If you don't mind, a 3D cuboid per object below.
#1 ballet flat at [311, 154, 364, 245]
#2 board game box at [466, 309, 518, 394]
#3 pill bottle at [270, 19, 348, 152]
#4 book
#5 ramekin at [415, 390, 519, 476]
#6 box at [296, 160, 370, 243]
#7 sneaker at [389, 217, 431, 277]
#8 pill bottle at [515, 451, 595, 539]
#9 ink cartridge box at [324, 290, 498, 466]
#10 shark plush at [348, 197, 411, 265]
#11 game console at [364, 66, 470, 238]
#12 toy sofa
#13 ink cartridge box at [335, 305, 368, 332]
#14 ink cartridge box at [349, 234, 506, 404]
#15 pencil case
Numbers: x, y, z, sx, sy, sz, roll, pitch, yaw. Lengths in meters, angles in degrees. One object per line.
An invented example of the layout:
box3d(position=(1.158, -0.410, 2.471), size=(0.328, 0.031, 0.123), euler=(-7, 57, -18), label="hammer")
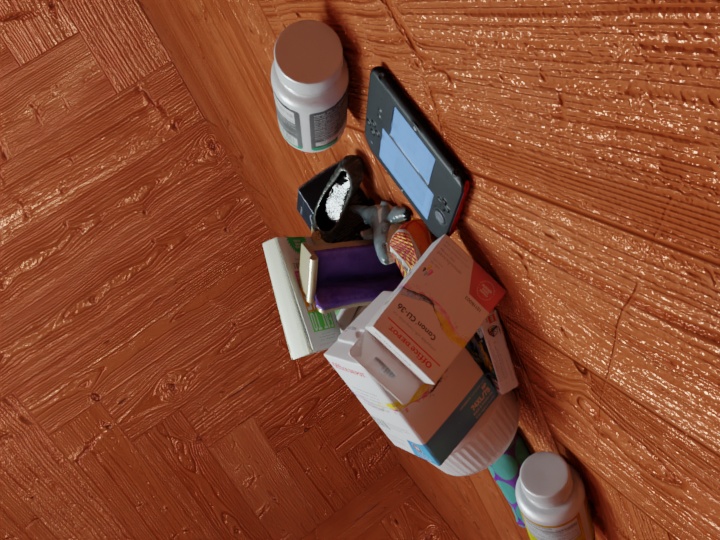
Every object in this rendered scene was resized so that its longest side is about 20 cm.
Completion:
box3d(position=(-0.050, -0.119, 1.316), size=(0.066, 0.057, 0.202), euler=(39, 130, 15), label="ballet flat")
box3d(position=(0.171, 0.100, 1.187), size=(0.129, 0.034, 0.200), euler=(71, 167, -16), label="board game box")
box3d(position=(-0.072, -0.262, 1.090), size=(0.114, 0.112, 0.200), euler=(54, 169, 11), label="pill bottle")
box3d(position=(-0.098, 0.043, 1.326), size=(0.133, 0.047, 0.205), euler=(-7, -102, -64), label="book")
box3d(position=(0.170, 0.241, 1.236), size=(0.094, 0.202, 0.202), euler=(46, 174, -21), label="ramekin")
box3d(position=(-0.031, -0.085, 1.457), size=(0.202, 0.103, 0.148), euler=(57, 170, 4), label="box")
box3d(position=(0.104, 0.016, 1.172), size=(0.072, 0.077, 0.204), euler=(11, 125, 38), label="sneaker")
box3d(position=(0.308, 0.377, 1.198), size=(0.109, 0.108, 0.202), euler=(45, 164, 49), label="pill bottle")
box3d(position=(0.074, 0.155, 1.135), size=(0.201, 0.146, 0.146), euler=(52, 161, -17), label="ink cartridge box")
box3d(position=(0.025, -0.080, 1.257), size=(0.200, 0.082, 0.092), euler=(49, 168, 41), label="shark plush")
box3d(position=(0.069, -0.147, 0.994), size=(0.202, 0.031, 0.177), euler=(54, 170, 16), label="game console")
box3d(position=(0.000, 0.000, 1.262), size=(0.098, 0.195, 0.085), euler=(-130, 40, -51), label="toy sofa")
box3d(position=(0.039, 0.114, 1.384), size=(0.146, 0.085, 0.199), euler=(42, 166, -22), label="ink cartridge box")
box3d(position=(0.087, 0.069, 1.010), size=(0.116, 0.201, 0.067), euler=(40, 170, -3), label="ink cartridge box")
box3d(position=(0.280, 0.369, 1.384), size=(0.203, 0.084, 0.092), euler=(60, 154, -9), label="pencil case")
